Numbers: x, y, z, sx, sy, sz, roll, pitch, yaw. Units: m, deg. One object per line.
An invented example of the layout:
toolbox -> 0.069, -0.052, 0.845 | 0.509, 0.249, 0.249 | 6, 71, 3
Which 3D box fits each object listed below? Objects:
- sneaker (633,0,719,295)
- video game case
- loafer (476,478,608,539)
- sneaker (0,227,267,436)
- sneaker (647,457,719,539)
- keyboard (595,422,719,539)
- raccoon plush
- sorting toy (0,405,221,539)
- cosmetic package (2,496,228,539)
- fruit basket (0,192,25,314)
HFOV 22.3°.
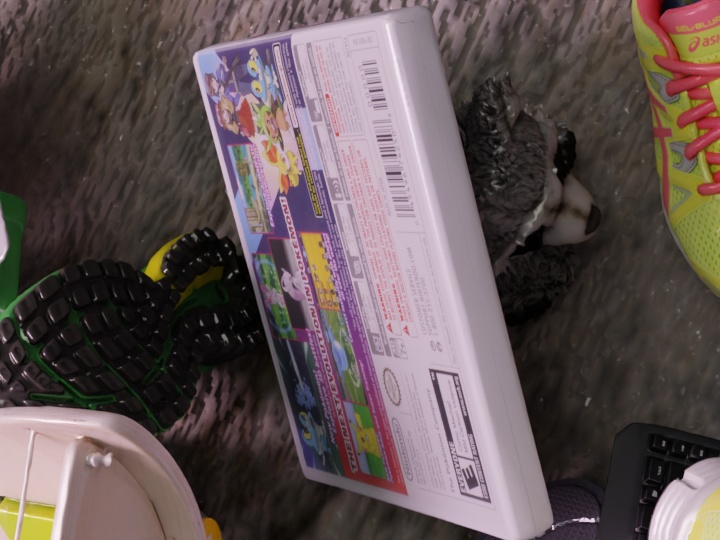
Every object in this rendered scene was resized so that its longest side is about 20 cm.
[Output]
sneaker -> 0.148, -0.076, 0.754 | 0.078, 0.090, 0.200 | -17, 72, 16
video game case -> 0.000, 0.000, 0.736 | 0.182, 0.023, 0.200 | 4, 111, 62
loafer -> 0.054, 0.181, 0.755 | 0.072, 0.063, 0.200 | 15, 66, 45
sneaker -> -0.111, 0.042, 0.789 | 0.085, 0.200, 0.078 | -32, 86, 22
sneaker -> 0.178, 0.159, 0.647 | 0.078, 0.090, 0.200 | -37, 97, -16
keyboard -> 0.136, 0.159, 0.703 | 0.104, 0.040, 0.200 | 16, 68, -9
raccoon plush -> 0.009, -0.029, 0.782 | 0.200, 0.134, 0.097 | -3, 76, 21
sorting toy -> -0.157, 0.150, 0.706 | 0.180, 0.107, 0.200 | 5, 82, 25
cosmetic package -> -0.163, 0.169, 0.813 | 0.085, 0.108, 0.200 | 42, 96, 16
fruit basket -> -0.237, -0.030, 0.841 | 0.185, 0.094, 0.200 | -42, 57, 28
